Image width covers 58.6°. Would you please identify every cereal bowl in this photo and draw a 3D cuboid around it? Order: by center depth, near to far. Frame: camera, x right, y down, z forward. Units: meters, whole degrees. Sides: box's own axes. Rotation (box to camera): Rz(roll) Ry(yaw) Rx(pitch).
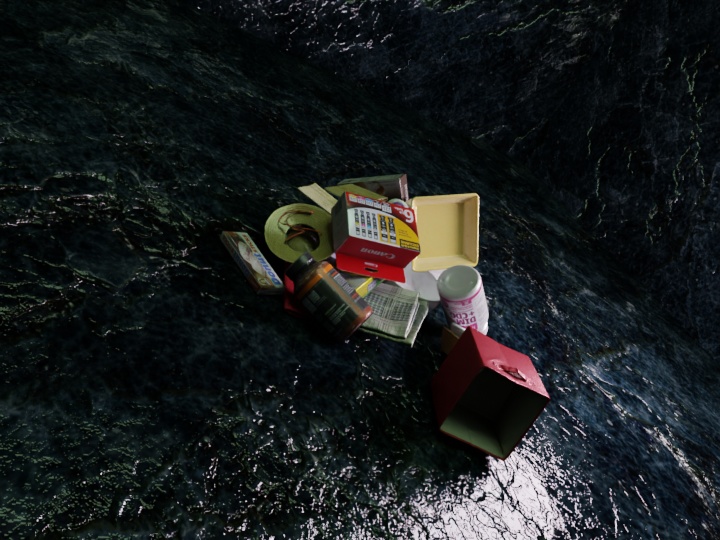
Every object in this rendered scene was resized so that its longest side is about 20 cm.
[{"bbox_3d":[0.119,0.045,1.709,0.199,0.084,0.200,26,27,-14],"label":"cereal bowl"}]

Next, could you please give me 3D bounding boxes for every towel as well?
[{"bbox_3d":[0.057,0.092,1.531,0.199,0.035,0.193,18,32,9],"label":"towel"}]

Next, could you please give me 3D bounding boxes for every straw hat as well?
[{"bbox_3d":[-0.142,-0.066,1.583,0.200,0.085,0.202,3,50,-4],"label":"straw hat"}]

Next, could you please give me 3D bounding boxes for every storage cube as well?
[{"bbox_3d":[0.268,0.260,1.381,0.170,0.201,0.180,27,20,-11],"label":"storage cube"}]

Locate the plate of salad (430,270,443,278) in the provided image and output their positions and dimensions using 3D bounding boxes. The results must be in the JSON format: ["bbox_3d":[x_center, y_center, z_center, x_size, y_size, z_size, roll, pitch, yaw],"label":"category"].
[{"bbox_3d":[0.191,-0.002,1.904,0.199,0.048,0.200,18,21,-7],"label":"plate of salad"}]

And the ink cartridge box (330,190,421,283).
[{"bbox_3d":[0.039,-0.077,1.544,0.199,0.084,0.177,11,55,-27],"label":"ink cartridge box"}]

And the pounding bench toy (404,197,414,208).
[{"bbox_3d":[0.200,-0.093,1.847,0.199,0.157,0.124,25,20,11],"label":"pounding bench toy"}]

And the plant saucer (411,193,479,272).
[{"bbox_3d":[0.221,-0.106,1.739,0.199,0.201,0.048,-6,13,-18],"label":"plant saucer"}]

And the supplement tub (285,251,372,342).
[{"bbox_3d":[-0.074,0.054,1.411,0.200,0.107,0.107,47,27,2],"label":"supplement tub"}]

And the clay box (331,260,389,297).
[{"bbox_3d":[0.000,0.000,1.589,0.114,0.048,0.200,23,38,28],"label":"clay box"}]

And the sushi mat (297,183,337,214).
[{"bbox_3d":[-0.066,-0.161,1.655,0.200,0.012,0.096,37,28,11],"label":"sushi mat"}]

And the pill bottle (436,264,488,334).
[{"bbox_3d":[0.269,0.091,1.660,0.114,0.113,0.201,-117,-177,-47],"label":"pill bottle"}]

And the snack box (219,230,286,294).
[{"bbox_3d":[-0.249,-0.019,1.471,0.072,0.024,0.200,3,38,-47],"label":"snack box"}]

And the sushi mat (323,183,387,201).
[{"bbox_3d":[-0.016,-0.206,1.734,0.095,0.012,0.200,-11,23,-27],"label":"sushi mat"}]

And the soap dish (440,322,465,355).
[{"bbox_3d":[0.284,0.206,1.554,0.157,0.082,0.200,28,3,-11],"label":"soap dish"}]

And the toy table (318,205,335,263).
[{"bbox_3d":[-0.072,-0.115,1.735,0.200,0.117,0.184,40,26,17],"label":"toy table"}]

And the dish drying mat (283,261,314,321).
[{"bbox_3d":[-0.143,0.045,1.488,0.076,0.018,0.200,24,28,-20],"label":"dish drying mat"}]

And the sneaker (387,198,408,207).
[{"bbox_3d":[0.073,-0.096,1.764,0.080,0.201,0.089,19,17,-5],"label":"sneaker"}]

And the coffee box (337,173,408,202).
[{"bbox_3d":[0.040,-0.222,1.938,0.199,0.115,0.080,-2,18,19],"label":"coffee box"}]
